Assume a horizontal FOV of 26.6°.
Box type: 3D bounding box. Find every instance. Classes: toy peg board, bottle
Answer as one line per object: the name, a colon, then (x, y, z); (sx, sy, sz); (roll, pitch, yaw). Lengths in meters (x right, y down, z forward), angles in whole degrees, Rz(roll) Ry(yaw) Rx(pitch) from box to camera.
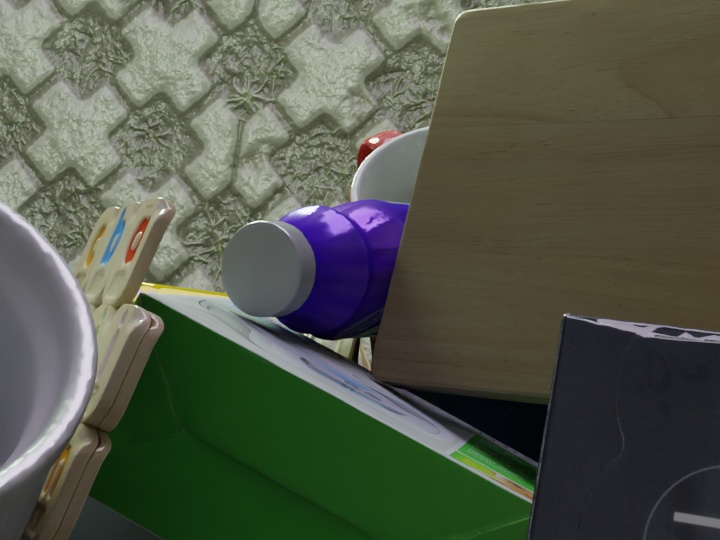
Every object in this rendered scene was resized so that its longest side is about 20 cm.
toy peg board: (0.130, -0.023, 0.742); (0.199, 0.200, 0.098); (2, -17, 43)
bottle: (0.000, 0.000, 0.817); (0.083, 0.066, 0.200); (-32, -15, 24)

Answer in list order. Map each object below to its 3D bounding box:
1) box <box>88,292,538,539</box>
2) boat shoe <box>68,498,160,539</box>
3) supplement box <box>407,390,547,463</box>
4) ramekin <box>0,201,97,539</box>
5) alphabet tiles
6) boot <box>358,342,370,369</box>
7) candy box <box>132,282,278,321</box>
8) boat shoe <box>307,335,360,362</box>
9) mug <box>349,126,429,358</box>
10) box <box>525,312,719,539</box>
box: (-0.016, 0.099, 0.721); (0.199, 0.097, 0.176); (28, 3, 10)
boat shoe: (-0.179, 0.122, 0.806); (0.199, 0.071, 0.091); (6, 1, -7)
supplement box: (0.128, 0.090, 0.910); (0.134, 0.200, 0.200); (51, 18, 26)
ramekin: (-0.203, 0.048, 0.550); (0.199, 0.098, 0.201); (15, 37, -12)
alphabet tiles: (-0.133, 0.062, 0.661); (0.015, 0.196, 0.200); (25, -10, -19)
boot: (-0.041, 0.119, 1.163); (0.076, 0.156, 0.200); (-28, 29, -28)
candy box: (-0.088, 0.095, 0.892); (0.102, 0.201, 0.026); (6, 38, 5)
boat shoe: (-0.039, 0.085, 1.016); (0.063, 0.201, 0.073); (10, -37, 5)
mug: (0.064, 0.006, 1.041); (0.133, 0.178, 0.201); (-1, -46, 2)
box: (0.124, 0.106, 0.573); (0.105, 0.123, 0.200); (7, -17, 14)
